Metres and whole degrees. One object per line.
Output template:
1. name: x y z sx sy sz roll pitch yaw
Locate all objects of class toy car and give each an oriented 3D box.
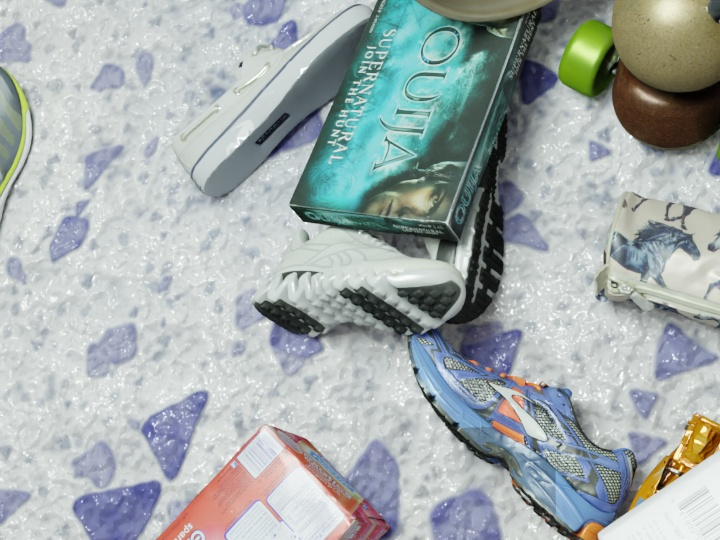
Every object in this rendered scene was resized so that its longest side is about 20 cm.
1. toy car: 0.228 -0.179 0.837 0.164 0.200 0.158 30 86 21

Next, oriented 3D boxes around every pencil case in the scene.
1. pencil case: 0.263 0.010 0.841 0.200 0.078 0.090 17 59 20

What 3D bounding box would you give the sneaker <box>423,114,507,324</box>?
1. sneaker: 0.065 -0.053 0.929 0.080 0.074 0.200 -4 66 20

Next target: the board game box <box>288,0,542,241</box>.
1. board game box: 0.042 -0.120 0.909 0.135 0.028 0.200 8 66 32

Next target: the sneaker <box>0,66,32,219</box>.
1. sneaker: -0.339 -0.087 1.050 0.074 0.081 0.200 4 77 18

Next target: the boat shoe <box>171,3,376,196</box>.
1. boat shoe: -0.073 -0.151 0.996 0.200 0.071 0.070 -44 71 9

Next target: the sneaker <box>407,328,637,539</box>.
1. sneaker: 0.112 0.105 0.875 0.200 0.075 0.078 43 81 14

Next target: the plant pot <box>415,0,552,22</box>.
1. plant pot: 0.075 -0.306 0.863 0.200 0.200 0.174 -34 51 6

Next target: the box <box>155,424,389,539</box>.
1. box: -0.088 0.219 0.884 0.100 0.095 0.200 43 91 22

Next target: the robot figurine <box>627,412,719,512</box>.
1. robot figurine: 0.223 0.205 0.813 0.145 0.058 0.200 24 84 24

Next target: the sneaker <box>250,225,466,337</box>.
1. sneaker: 0.000 0.000 0.898 0.200 0.075 0.081 -2 57 48

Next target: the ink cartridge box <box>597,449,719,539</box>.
1. ink cartridge box: 0.267 0.165 0.720 0.200 0.084 0.145 -37 60 10
